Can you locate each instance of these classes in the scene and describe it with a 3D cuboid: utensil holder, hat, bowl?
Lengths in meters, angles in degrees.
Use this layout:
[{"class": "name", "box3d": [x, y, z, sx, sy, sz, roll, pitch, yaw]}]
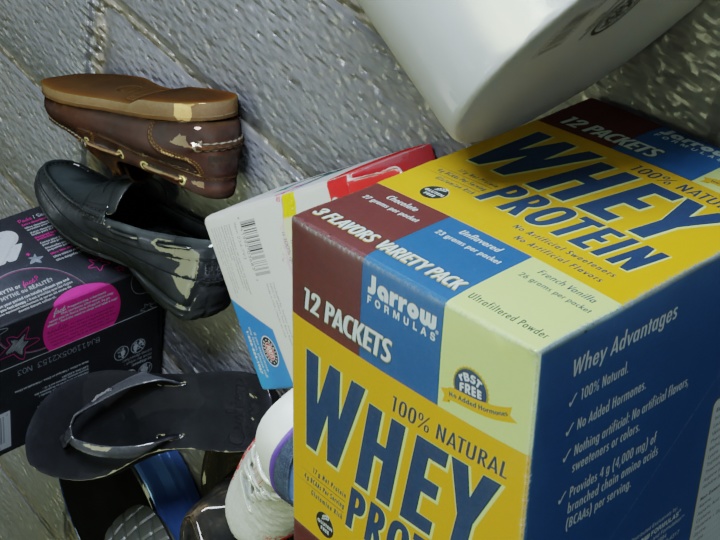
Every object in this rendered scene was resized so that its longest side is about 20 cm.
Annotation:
[{"class": "utensil holder", "box3d": [0.050, -0.179, 0.551, 0.201, 0.169, 0.170, 57, 143, 8]}, {"class": "hat", "box3d": [-0.088, 0.209, 0.999, 0.200, 0.080, 0.203, 29, 129, 42]}, {"class": "bowl", "box3d": [-0.201, 0.206, 1.177, 0.199, 0.039, 0.203, 29, 130, 41]}]

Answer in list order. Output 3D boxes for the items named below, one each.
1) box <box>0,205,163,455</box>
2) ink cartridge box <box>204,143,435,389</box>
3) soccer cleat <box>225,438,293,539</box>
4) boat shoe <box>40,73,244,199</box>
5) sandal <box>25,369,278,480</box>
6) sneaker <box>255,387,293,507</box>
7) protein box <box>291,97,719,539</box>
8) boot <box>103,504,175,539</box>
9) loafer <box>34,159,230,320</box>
[{"class": "box", "box3d": [-0.261, 0.045, 1.032, 0.114, 0.198, 0.134, 39, 137, 33]}, {"class": "ink cartridge box", "box3d": [0.000, 0.000, 0.787, 0.199, 0.067, 0.118, -10, 101, 53]}, {"class": "soccer cleat", "box3d": [-0.046, 0.126, 0.875, 0.200, 0.085, 0.069, -43, 73, 40]}, {"class": "boat shoe", "box3d": [-0.155, -0.094, 0.932, 0.199, 0.070, 0.071, 19, 119, 46]}, {"class": "sandal", "box3d": [-0.156, 0.103, 0.973, 0.197, 0.043, 0.077, -12, 79, 16]}, {"class": "sneaker", "box3d": [0.028, 0.151, 0.750, 0.147, 0.080, 0.201, 47, 173, 35]}, {"class": "protein box", "box3d": [0.084, 0.060, 0.601, 0.134, 0.197, 0.203, 28, 129, 40]}, {"class": "boot", "box3d": [-0.130, 0.288, 1.074, 0.201, 0.067, 0.131, 59, -175, 27]}, {"class": "loafer", "box3d": [-0.162, -0.038, 0.980, 0.199, 0.068, 0.071, 32, 124, 32]}]
